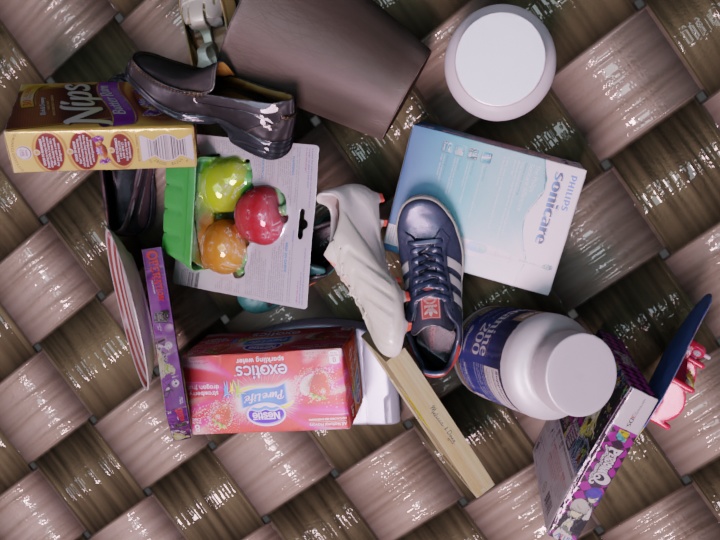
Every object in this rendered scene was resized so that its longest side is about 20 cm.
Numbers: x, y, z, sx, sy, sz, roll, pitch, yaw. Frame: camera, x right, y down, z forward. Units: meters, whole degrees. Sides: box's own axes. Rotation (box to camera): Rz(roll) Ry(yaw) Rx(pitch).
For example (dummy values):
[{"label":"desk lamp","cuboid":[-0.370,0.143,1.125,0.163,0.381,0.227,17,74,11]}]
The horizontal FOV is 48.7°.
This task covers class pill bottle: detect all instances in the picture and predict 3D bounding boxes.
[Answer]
[{"label":"pill bottle","cuboid":[0.187,0.100,0.871,0.109,0.200,0.113,0,91,-17]},{"label":"pill bottle","cuboid":[0.144,-0.213,0.827,0.111,0.200,0.114,2,101,9]}]

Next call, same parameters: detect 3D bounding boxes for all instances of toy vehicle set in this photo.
[{"label":"toy vehicle set","cuboid":[0.076,0.161,0.934,0.026,0.124,0.201,-35,105,-6]}]

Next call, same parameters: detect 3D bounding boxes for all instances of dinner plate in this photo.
[{"label":"dinner plate","cuboid":[-0.277,0.046,0.971,0.024,0.200,0.203,-14,100,-20]}]

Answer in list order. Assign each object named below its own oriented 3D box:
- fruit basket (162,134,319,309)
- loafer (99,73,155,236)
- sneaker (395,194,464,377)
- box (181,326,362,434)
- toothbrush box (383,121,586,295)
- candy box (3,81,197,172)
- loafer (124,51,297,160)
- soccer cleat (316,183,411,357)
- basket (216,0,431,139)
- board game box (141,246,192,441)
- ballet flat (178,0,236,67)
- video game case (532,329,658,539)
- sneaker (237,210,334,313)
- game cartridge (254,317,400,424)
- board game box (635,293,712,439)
[{"label":"fruit basket","cuboid":[-0.137,-0.062,0.940,0.198,0.094,0.188,8,99,22]},{"label":"loafer","cuboid":[-0.291,-0.141,0.985,0.071,0.063,0.203,2,102,11]},{"label":"sneaker","cuboid":[0.078,0.022,0.863,0.074,0.085,0.203,-7,107,14]},{"label":"box","cuboid":[-0.102,0.131,0.957,0.197,0.096,0.101,-4,101,11]},{"label":"toothbrush box","cuboid":[0.140,-0.074,0.913,0.198,0.085,0.148,15,105,7]},{"label":"candy box","cuboid":[-0.286,-0.165,0.902,0.197,0.117,0.057,-5,129,-9]},{"label":"loafer","cuboid":[-0.157,-0.196,0.856,0.198,0.073,0.073,23,133,-1]},{"label":"soccer cleat","cuboid":[0.000,0.000,0.867,0.077,0.069,0.202,-4,68,-23]},{"label":"basket","cuboid":[-0.032,-0.247,0.889,0.199,0.136,0.182,30,97,-2]},{"label":"board game box","cuboid":[-0.229,0.088,0.946,0.032,0.120,0.202,-11,65,-9]},{"label":"ballet flat","cuboid":[-0.177,-0.274,0.940,0.068,0.063,0.203,-10,99,11]},{"label":"video game case","cuboid":[0.252,0.177,0.887,0.035,0.200,0.183,25,104,2]},{"label":"sneaker","cuboid":[-0.078,-0.011,0.966,0.199,0.080,0.072,-37,96,15]},{"label":"game cartridge","cuboid":[-0.049,0.129,1.014,0.197,0.040,0.135,-2,97,10]},{"label":"board game box","cuboid":[0.342,0.121,0.856,0.039,0.158,0.201,29,69,15]}]
